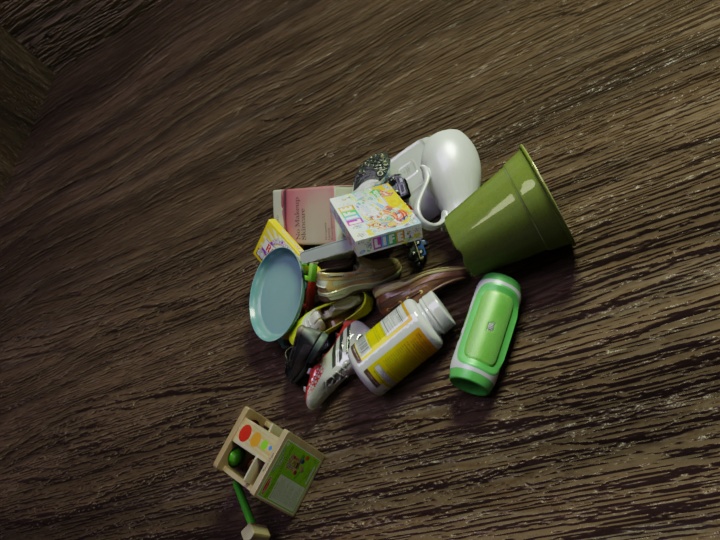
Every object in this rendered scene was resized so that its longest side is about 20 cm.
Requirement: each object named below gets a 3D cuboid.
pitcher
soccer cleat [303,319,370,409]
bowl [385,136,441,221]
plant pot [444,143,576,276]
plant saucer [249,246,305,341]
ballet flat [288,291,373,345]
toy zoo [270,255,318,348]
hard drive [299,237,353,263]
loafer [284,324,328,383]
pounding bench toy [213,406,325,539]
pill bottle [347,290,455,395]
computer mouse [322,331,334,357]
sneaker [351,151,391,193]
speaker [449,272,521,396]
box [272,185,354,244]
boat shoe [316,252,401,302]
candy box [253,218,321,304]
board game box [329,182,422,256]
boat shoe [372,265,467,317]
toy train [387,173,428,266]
[{"bbox_3d":[0.167,-0.171,1.351,0.121,0.168,0.205,-36,59,54],"label":"pitcher"},{"bbox_3d":[-0.040,0.190,1.356,0.084,0.069,0.202,19,65,33],"label":"soccer cleat"},{"bbox_3d":[0.120,-0.199,1.516,0.197,0.075,0.203,-33,46,16],"label":"bowl"},{"bbox_3d":[0.255,-0.089,1.227,0.187,0.200,0.203,-29,45,15],"label":"plant pot"},{"bbox_3d":[-0.176,0.052,1.477,0.198,0.027,0.206,-16,68,46],"label":"plant saucer"},{"bbox_3d":[-0.065,0.093,1.413,0.196,0.067,0.068,-26,69,-1],"label":"ballet flat"},{"bbox_3d":[-0.155,0.070,1.510,0.129,0.020,0.206,8,93,40],"label":"toy zoo"},{"bbox_3d":[-0.022,-0.047,1.440,0.129,0.199,0.027,-15,88,28],"label":"hard drive"},{"bbox_3d":[-0.121,0.162,1.374,0.073,0.062,0.201,-59,3,-36],"label":"loafer"},{"bbox_3d":[-0.196,0.390,1.290,0.154,0.124,0.203,14,69,43],"label":"pounding bench toy"},{"bbox_3d":[0.079,0.131,1.275,0.199,0.109,0.110,-39,43,7],"label":"pill bottle"},{"bbox_3d":[-0.086,0.175,1.430,0.057,0.034,0.204,-18,50,26],"label":"computer mouse"},{"bbox_3d":[0.017,-0.163,1.497,0.070,0.072,0.205,17,80,21],"label":"sneaker"},{"bbox_3d":[0.220,0.110,1.197,0.087,0.088,0.204,4,62,40],"label":"speaker"},{"bbox_3d":[-0.097,-0.125,1.571,0.196,0.108,0.132,1,96,39],"label":"box"},{"bbox_3d":[0.000,0.000,1.395,0.196,0.078,0.071,-20,24,-29],"label":"boat shoe"},{"bbox_3d":[-0.164,-0.014,1.556,0.200,0.026,0.103,46,119,25],"label":"candy box"},{"bbox_3d":[0.026,-0.103,1.340,0.131,0.035,0.201,-16,32,-10],"label":"board game box"},{"bbox_3d":[0.122,0.041,1.349,0.195,0.072,0.069,-19,82,17],"label":"boat shoe"},{"bbox_3d":[0.102,-0.108,1.432,0.045,0.034,0.205,-17,78,6],"label":"toy train"}]
